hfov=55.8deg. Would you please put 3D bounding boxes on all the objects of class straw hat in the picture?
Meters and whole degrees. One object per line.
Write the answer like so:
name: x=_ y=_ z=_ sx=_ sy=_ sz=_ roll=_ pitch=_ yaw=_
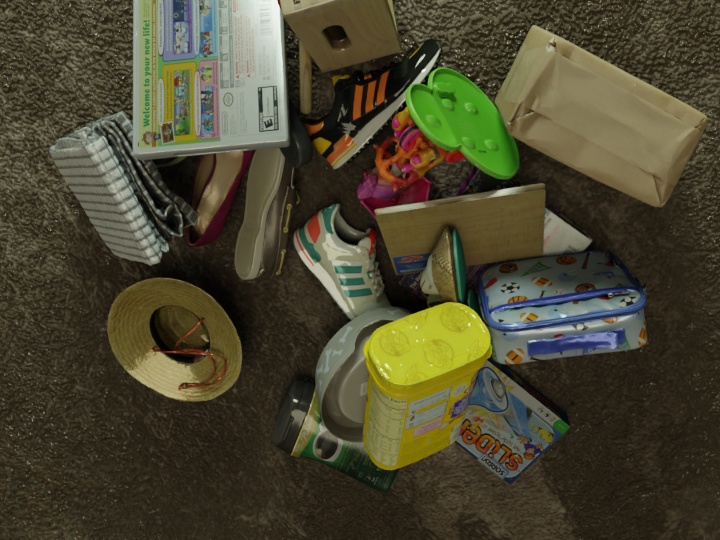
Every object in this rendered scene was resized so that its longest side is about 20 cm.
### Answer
straw hat: x=-0.252 y=0.081 z=0.971 sx=0.194 sy=0.086 sz=0.207 roll=2 pitch=118 yaw=4

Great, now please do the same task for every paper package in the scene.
paper package: x=0.252 y=-0.176 z=0.748 sx=0.186 sy=0.201 sz=0.105 roll=26 pitch=113 yaw=-4

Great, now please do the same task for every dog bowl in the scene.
dog bowl: x=0.026 y=0.138 z=0.920 sx=0.195 sy=0.059 sz=0.205 roll=-16 pitch=129 yaw=-20

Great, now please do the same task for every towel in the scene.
towel: x=-0.298 y=-0.106 z=0.852 sx=0.085 sy=0.198 sz=0.169 roll=-37 pitch=115 yaw=-27

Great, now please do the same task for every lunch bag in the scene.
lunch bag: x=0.243 y=0.043 z=0.820 sx=0.193 sy=0.161 sz=0.078 roll=-10 pitch=115 yaw=8

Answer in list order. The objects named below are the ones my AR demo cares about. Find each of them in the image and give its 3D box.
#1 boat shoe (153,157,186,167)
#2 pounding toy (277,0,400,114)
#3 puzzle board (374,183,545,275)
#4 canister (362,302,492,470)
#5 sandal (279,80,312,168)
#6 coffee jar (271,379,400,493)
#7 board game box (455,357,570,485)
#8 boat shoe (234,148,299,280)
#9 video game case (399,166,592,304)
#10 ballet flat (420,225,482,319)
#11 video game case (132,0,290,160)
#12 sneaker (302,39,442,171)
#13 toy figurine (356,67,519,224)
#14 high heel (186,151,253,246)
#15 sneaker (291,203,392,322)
boat shoe: x=-0.225 y=-0.182 z=0.846 sx=0.196 sy=0.065 sz=0.074 roll=-9 pitch=78 yaw=29
pounding toy: x=-0.039 y=-0.304 z=0.741 sx=0.138 sy=0.200 sz=0.190 roll=-11 pitch=84 yaw=10
puzzle board: x=0.125 y=-0.048 z=0.831 sx=0.193 sy=0.018 sz=0.152 roll=-7 pitch=151 yaw=10
canister: x=0.073 y=0.150 z=0.840 sx=0.145 sy=0.087 sz=0.203 roll=-18 pitch=140 yaw=-19
sandal: x=-0.108 y=-0.223 z=0.834 sx=0.042 sy=0.076 sz=0.204 roll=-27 pitch=90 yaw=-23
coffee jar: x=-0.030 y=0.243 z=1.008 sx=0.195 sy=0.086 sz=0.107 roll=23 pitch=107 yaw=-4
board game box: x=0.189 y=0.207 z=0.997 sx=0.198 sy=0.035 sz=0.136 roll=37 pitch=111 yaw=-8
boat shoe: x=-0.115 y=-0.086 z=0.902 sx=0.058 sy=0.071 sz=0.206 roll=5 pitch=104 yaw=-39
video game case: x=0.176 y=-0.016 z=0.909 sx=0.179 sy=0.036 sz=0.202 roll=32 pitch=112 yaw=-7
ballet flat: x=0.109 y=0.028 z=0.852 sx=0.063 sy=0.072 sz=0.203 roll=-4 pitch=135 yaw=20
video game case: x=-0.171 y=-0.233 z=0.775 sx=0.176 sy=0.022 sz=0.207 roll=-4 pitch=79 yaw=3
sneaker: x=0.011 y=-0.219 z=0.830 sx=0.090 sy=0.070 sz=0.200 roll=44 pitch=108 yaw=-5
toy figurine: x=0.063 y=-0.122 z=0.812 sx=0.183 sy=0.197 sz=0.153 roll=-39 pitch=72 yaw=37
high heel: x=-0.181 y=-0.130 z=0.872 sx=0.065 sy=0.097 sz=0.206 roll=13 pitch=113 yaw=1
sneaker: x=0.000 y=-0.001 z=0.916 sx=0.093 sy=0.071 sz=0.201 roll=-37 pitch=101 yaw=25
